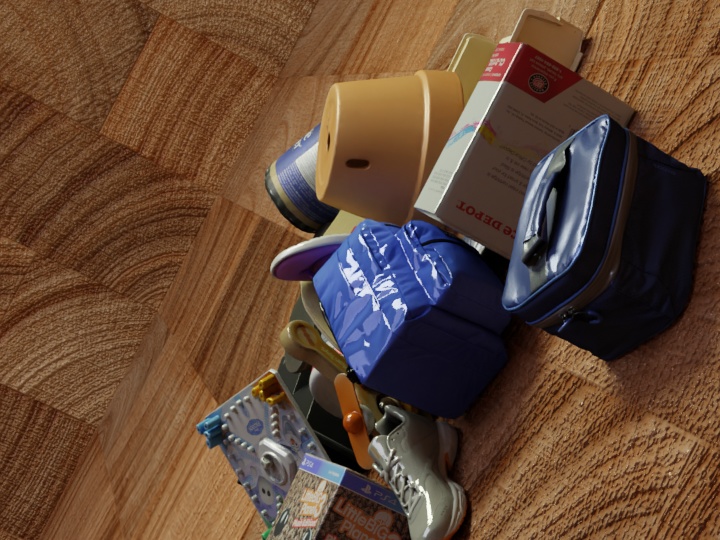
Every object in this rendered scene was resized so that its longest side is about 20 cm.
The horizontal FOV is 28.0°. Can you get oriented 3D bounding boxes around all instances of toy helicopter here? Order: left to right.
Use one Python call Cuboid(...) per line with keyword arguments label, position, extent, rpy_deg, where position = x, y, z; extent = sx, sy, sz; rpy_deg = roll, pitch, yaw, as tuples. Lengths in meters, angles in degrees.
Cuboid(label="toy helicopter", position=(-0.008, 0.129, 1.565), extent=(0.079, 0.200, 0.132), rpy_deg=(-51, 2, 36))

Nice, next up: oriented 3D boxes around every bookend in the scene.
Cuboid(label="bookend", position=(-0.048, 0.176, 1.826), extent=(0.199, 0.092, 0.200), rpy_deg=(-41, 25, 51))

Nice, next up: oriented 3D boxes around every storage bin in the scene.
Cuboid(label="storage bin", position=(0.167, -0.213, 1.780), extent=(0.199, 0.094, 0.200), rpy_deg=(-65, 15, -7))

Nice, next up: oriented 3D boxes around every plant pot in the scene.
Cuboid(label="plant pot", position=(0.028, -0.138, 1.667), extent=(0.200, 0.140, 0.200), rpy_deg=(-174, 90, -80))

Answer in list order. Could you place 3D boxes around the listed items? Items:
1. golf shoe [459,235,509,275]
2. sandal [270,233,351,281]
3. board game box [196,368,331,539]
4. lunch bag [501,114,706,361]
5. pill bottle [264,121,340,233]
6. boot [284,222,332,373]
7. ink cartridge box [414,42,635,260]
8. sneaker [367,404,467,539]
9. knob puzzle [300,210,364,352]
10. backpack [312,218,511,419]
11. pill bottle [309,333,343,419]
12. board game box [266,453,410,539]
Cuboid(label="golf shoe", position=(0.155, -0.051, 1.626), extent=(0.097, 0.078, 0.200), rpy_deg=(7, 73, 54))
Cuboid(label="sandal", position=(0.000, -0.004, 1.635), extent=(0.082, 0.202, 0.050), rpy_deg=(97, 165, -57))
Cuboid(label="board game box", position=(-0.104, 0.237, 1.731), extent=(0.026, 0.200, 0.200), rpy_deg=(-27, -6, -38))
Cuboid(label="lunch bag", position=(0.203, -0.025, 1.265), extent=(0.136, 0.132, 0.200), rpy_deg=(-43, 24, 51))
Cuboid(label="pill bottle", position=(-0.018, -0.144, 1.840), extent=(0.200, 0.112, 0.112), rpy_deg=(-38, 25, 24))
Cuboid(label="boot", position=(-0.038, 0.043, 1.818), extent=(0.074, 0.075, 0.200), rpy_deg=(-12, 56, 54))
Cuboid(label="ink cartridge box", position=(0.168, -0.116, 1.505), extent=(0.200, 0.146, 0.083), rpy_deg=(-62, 18, 1))
Cuboid(label="sneaker", position=(0.048, 0.210, 1.449), extent=(0.076, 0.092, 0.200), rpy_deg=(-57, 16, 23))
Cuboid(label="knob puzzle", position=(0.019, 0.027, 1.680), extent=(0.030, 0.219, 0.220), rpy_deg=(94, -173, -49))
Cuboid(label="backpack", position=(0.058, 0.034, 1.527), extent=(0.168, 0.162, 0.200), rpy_deg=(-50, 38, 12))
Cuboid(label="pill bottle", position=(0.015, 0.073, 1.739), extent=(0.120, 0.120, 0.200), rpy_deg=(-47, 22, 45))
Cuboid(label="board game box", position=(-0.038, 0.313, 1.548), extent=(0.200, 0.097, 0.159), rpy_deg=(-65, 15, -9))
